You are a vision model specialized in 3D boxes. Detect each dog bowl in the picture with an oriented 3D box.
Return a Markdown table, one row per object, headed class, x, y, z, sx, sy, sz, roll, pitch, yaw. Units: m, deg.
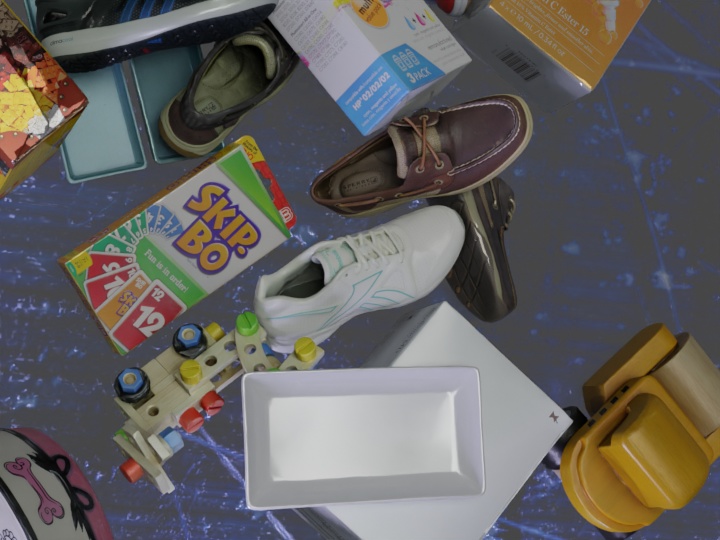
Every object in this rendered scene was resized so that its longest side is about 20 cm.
| class | x | y | z | sx | sy | sz | roll | pitch | yaw |
| --- | --- | --- | --- | --- | --- | --- | --- | --- | --- |
| dog bowl | -0.258 | 0.208 | 1.235 | 0.074 | 0.200 | 0.200 | -22 | 90 | -37 |

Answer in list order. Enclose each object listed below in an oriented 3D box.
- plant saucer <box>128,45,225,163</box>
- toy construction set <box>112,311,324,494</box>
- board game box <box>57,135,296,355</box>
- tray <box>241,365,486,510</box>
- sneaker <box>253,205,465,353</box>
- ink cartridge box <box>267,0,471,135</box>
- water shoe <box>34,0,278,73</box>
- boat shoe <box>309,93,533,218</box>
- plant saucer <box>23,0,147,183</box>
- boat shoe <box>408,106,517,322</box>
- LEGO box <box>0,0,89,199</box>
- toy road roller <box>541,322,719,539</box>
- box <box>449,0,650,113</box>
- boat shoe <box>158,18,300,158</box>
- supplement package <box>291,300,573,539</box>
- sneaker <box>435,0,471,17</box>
| class | x | y | z | sx | sy | sz | roll | pitch | yaw |
| --- | --- | --- | --- | --- | --- | --- | --- | --- | --- |
| plant saucer | -0.171 | -0.190 | 1.387 | 0.070 | 0.019 | 0.200 | -12 | 86 | -34 |
| toy construction set | -0.125 | 0.109 | 1.321 | 0.200 | 0.092 | 0.131 | -30 | 61 | -32 |
| board game box | -0.147 | -0.024 | 1.369 | 0.200 | 0.030 | 0.096 | -37 | 113 | -21 |
| tray | 0.002 | 0.132 | 1.294 | 0.200 | 0.022 | 0.108 | -1 | 82 | -17 |
| sneaker | 0.000 | 0.000 | 1.372 | 0.200 | 0.080 | 0.070 | -29 | 62 | -7 |
| ink cartridge box | -0.012 | -0.224 | 1.390 | 0.200 | 0.068 | 0.115 | 51 | 37 | 5 |
| water shoe | -0.168 | -0.222 | 1.324 | 0.200 | 0.072 | 0.079 | -14 | 83 | -3 |
| boat shoe | 0.048 | -0.097 | 1.375 | 0.200 | 0.072 | 0.072 | -18 | 81 | 22 |
| plant saucer | -0.239 | -0.175 | 1.377 | 0.070 | 0.019 | 0.200 | -13 | 88 | -20 |
| boat shoe | 0.104 | -0.055 | 1.439 | 0.073 | 0.074 | 0.200 | -16 | 86 | -29 |
| LEGO box | -0.300 | -0.142 | 1.257 | 0.077 | 0.200 | 0.149 | -43 | 96 | -19 |
| toy road roller | 0.261 | 0.144 | 1.427 | 0.200 | 0.146 | 0.123 | -42 | 96 | -18 |
| box | 0.194 | -0.265 | 1.486 | 0.124 | 0.097 | 0.200 | 36 | 73 | -11 |
| boat shoe | -0.093 | -0.176 | 1.380 | 0.072 | 0.066 | 0.201 | 44 | 58 | -10 |
| supplement package | 0.048 | 0.153 | 1.377 | 0.156 | 0.111 | 0.200 | 43 | 72 | -8 |
| sneaker | 0.041 | -0.324 | 1.459 | 0.112 | 0.071 | 0.200 | -1 | 75 | -22 |
